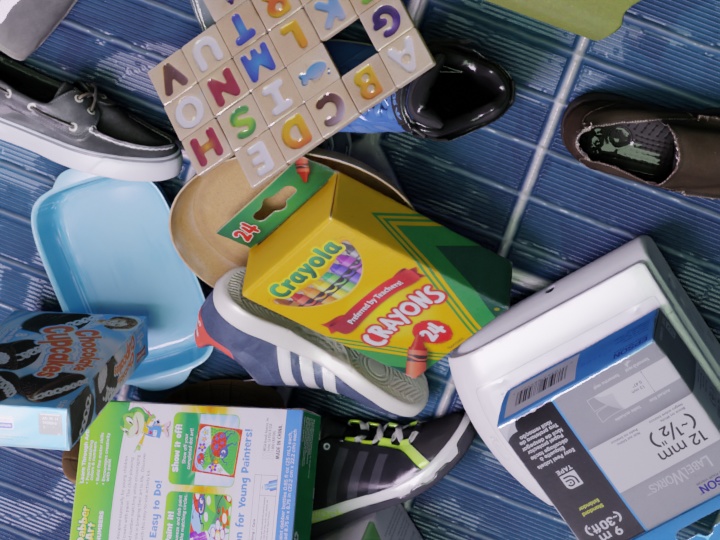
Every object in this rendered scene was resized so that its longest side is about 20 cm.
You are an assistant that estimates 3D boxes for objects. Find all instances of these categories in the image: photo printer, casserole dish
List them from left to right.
[{"bbox_3d":[-0.189,0.001,1.758,0.121,0.039,0.200,-16,107,16],"label":"casserole dish"},{"bbox_3d":[0.181,0.086,1.697,0.200,0.069,0.166,-30,104,21],"label":"photo printer"}]

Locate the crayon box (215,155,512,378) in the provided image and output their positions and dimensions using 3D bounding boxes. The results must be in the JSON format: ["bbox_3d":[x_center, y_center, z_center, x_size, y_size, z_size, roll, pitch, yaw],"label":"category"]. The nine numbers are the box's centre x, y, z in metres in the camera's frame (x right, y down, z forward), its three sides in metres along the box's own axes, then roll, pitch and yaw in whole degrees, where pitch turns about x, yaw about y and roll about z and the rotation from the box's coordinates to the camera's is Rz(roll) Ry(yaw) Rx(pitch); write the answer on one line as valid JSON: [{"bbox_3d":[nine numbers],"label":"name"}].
[{"bbox_3d":[0.000,0.000,1.653,0.200,0.051,0.127,26,138,-22],"label":"crayon box"}]

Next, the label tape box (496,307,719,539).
[{"bbox_3d":[0.219,0.149,1.642,0.143,0.066,0.200,-31,102,21],"label":"label tape box"}]

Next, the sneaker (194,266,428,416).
[{"bbox_3d":[-0.042,0.070,1.735,0.200,0.075,0.085,30,132,-14],"label":"sneaker"}]

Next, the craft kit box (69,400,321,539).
[{"bbox_3d":[-0.136,0.206,1.711,0.197,0.049,0.200,2,80,20],"label":"craft kit box"}]

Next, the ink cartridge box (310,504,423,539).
[{"bbox_3d":[0.028,0.303,1.770,0.087,0.145,0.200,-29,103,20],"label":"ink cartridge box"}]

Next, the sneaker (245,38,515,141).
[{"bbox_3d":[0.016,-0.136,1.597,0.200,0.111,0.077,4,90,-7],"label":"sneaker"}]

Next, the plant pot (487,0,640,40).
[{"bbox_3d":[0.119,-0.258,1.531,0.190,0.200,0.200,29,114,-13],"label":"plant pot"}]

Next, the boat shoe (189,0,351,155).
[{"bbox_3d":[-0.072,-0.156,1.661,0.073,0.062,0.200,-27,103,19],"label":"boat shoe"}]

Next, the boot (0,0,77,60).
[{"bbox_3d":[-0.256,-0.285,1.654,0.200,0.073,0.182,-36,98,28],"label":"boot"}]

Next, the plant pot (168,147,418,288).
[{"bbox_3d":[-0.048,-0.036,1.678,0.200,0.027,0.200,4,142,3],"label":"plant pot"}]

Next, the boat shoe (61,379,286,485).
[{"bbox_3d":[-0.147,0.146,1.795,0.200,0.072,0.065,-18,143,15],"label":"boat shoe"}]

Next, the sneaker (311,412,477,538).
[{"bbox_3d":[-0.002,0.152,1.759,0.200,0.072,0.083,-28,102,20],"label":"sneaker"}]

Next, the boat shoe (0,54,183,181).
[{"bbox_3d":[-0.233,-0.124,1.702,0.200,0.069,0.057,18,118,7],"label":"boat shoe"}]

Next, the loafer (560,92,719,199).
[{"bbox_3d":[0.247,-0.083,1.618,0.200,0.071,0.073,7,112,9],"label":"loafer"}]

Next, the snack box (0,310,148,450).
[{"bbox_3d":[-0.248,0.082,1.671,0.116,0.200,0.037,3,109,11],"label":"snack box"}]

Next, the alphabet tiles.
[{"bbox_3d":[-0.061,-0.164,1.599,0.200,0.008,0.167,-34,67,15],"label":"alphabet tiles"}]
